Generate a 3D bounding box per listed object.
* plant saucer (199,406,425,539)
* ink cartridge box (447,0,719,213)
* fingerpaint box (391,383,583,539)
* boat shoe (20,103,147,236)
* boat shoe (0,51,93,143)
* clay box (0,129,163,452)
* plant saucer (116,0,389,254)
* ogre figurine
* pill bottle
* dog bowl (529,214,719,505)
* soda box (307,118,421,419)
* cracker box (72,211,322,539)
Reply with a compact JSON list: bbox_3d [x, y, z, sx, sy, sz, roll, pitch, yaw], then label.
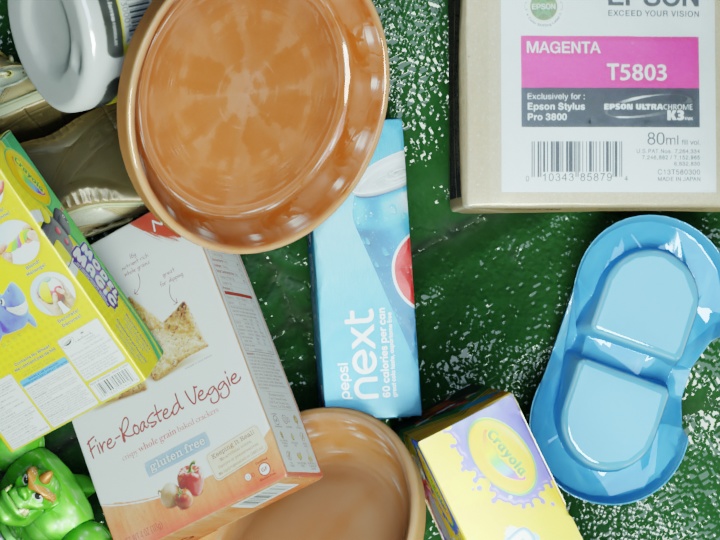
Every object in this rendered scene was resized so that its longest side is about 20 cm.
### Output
[{"bbox_3d":[-0.039,0.183,1.386,0.200,0.200,0.037,-49,131,-4],"label":"plant saucer"},{"bbox_3d":[0.161,-0.122,1.481,0.199,0.075,0.166,-1,90,-4],"label":"ink cartridge box"},{"bbox_3d":[0.100,0.181,1.424,0.073,0.167,0.201,-26,92,-5],"label":"fingerpaint box"},{"bbox_3d":[-0.180,-0.062,1.442,0.199,0.066,0.074,-15,77,-15],"label":"boat shoe"},{"bbox_3d":[-0.247,-0.112,1.444,0.199,0.074,0.067,-21,70,-13],"label":"boat shoe"},{"bbox_3d":[-0.227,0.004,1.358,0.114,0.048,0.201,-28,104,22],"label":"clay box"},{"bbox_3d":[-0.069,-0.111,1.373,0.199,0.032,0.202,-13,112,-35],"label":"plant saucer"},{"bbox_3d":[-0.235,0.170,1.430,0.120,0.098,0.200,-38,56,1],"label":"ogre figurine"},{"bbox_3d":[-0.118,-0.178,1.407,0.199,0.114,0.115,-17,91,-32],"label":"pill bottle"},{"bbox_3d":[0.182,0.061,1.492,0.111,0.050,0.201,19,88,-5],"label":"dog bowl"},{"bbox_3d":[0.000,0.000,1.469,0.067,0.064,0.201,-4,90,-5],"label":"soda box"},{"bbox_3d":[-0.124,0.070,1.410,0.133,0.058,0.201,-28,72,20],"label":"cracker box"}]
